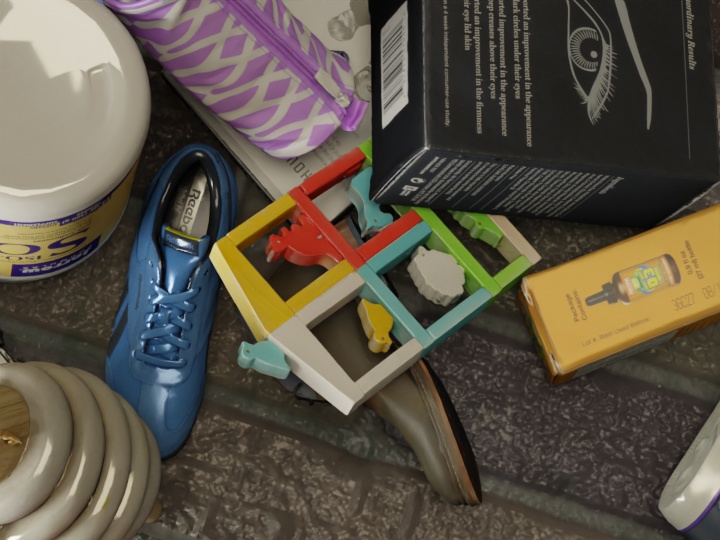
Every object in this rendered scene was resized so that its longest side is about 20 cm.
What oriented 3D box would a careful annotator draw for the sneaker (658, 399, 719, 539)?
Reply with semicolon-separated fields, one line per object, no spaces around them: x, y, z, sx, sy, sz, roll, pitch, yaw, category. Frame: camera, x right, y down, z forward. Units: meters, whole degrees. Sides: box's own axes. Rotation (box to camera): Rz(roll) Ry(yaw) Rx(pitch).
0.293;0.119;1.407;0.146;0.081;0.200;38;78;-3;sneaker

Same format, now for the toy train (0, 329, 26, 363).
-0.275;0.006;1.428;0.034;0.046;0.200;-38;84;-10;toy train

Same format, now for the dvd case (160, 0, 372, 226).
-0.008;-0.137;1.467;0.200;0.025;0.150;-41;83;-6;dvd case

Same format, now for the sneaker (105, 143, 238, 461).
-0.121;0.018;1.413;0.065;0.078;0.202;11;82;-1;sneaker

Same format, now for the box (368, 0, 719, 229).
0.112;-0.116;1.391;0.198;0.104;0.149;6;72;-18;box

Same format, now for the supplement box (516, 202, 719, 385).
0.200;0.006;1.426;0.199;0.069;0.067;-20;81;-6;supplement box

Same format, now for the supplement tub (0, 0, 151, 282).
-0.204;-0.077;1.354;0.144;0.200;0.147;3;75;-10;supplement tub

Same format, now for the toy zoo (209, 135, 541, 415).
0.000;0.000;1.380;0.200;0.020;0.131;-35;77;-29;toy zoo

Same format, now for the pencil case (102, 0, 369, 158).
-0.077;-0.141;1.359;0.085;0.200;0.084;19;77;40;pencil case

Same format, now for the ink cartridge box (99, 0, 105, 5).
-0.119;-0.248;1.477;0.199;0.039;0.100;-25;83;-4;ink cartridge box

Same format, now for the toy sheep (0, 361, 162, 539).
-0.187;0.123;1.348;0.137;0.200;0.139;-10;69;27;toy sheep

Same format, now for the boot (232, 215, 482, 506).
-0.001;0.075;1.414;0.096;0.075;0.201;-28;72;4;boot
